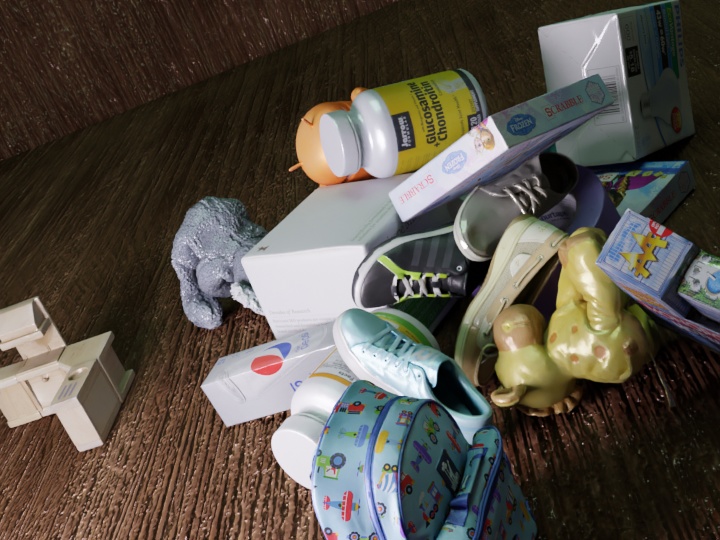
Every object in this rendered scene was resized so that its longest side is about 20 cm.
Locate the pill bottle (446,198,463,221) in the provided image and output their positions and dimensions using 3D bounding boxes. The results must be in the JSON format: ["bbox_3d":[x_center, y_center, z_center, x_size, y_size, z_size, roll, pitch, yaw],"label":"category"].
[{"bbox_3d":[0.070,-0.076,1.544,0.114,0.115,0.200,-32,25,-19],"label":"pill bottle"}]

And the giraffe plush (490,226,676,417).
[{"bbox_3d":[0.206,0.074,1.095,0.161,0.172,0.201,-26,56,21],"label":"giraffe plush"}]

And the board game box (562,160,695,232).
[{"bbox_3d":[0.302,-0.077,1.418,0.199,0.041,0.199,3,36,46],"label":"board game box"}]

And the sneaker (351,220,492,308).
[{"bbox_3d":[0.087,-0.003,1.203,0.199,0.072,0.083,-24,43,-12],"label":"sneaker"}]

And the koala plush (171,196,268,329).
[{"bbox_3d":[-0.160,-0.005,1.566,0.177,0.185,0.199,-37,39,-28],"label":"koala plush"}]

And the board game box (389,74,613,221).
[{"bbox_3d":[0.161,-0.141,1.253,0.199,0.041,0.200,-26,-6,-39],"label":"board game box"}]

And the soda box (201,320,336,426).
[{"bbox_3d":[-0.089,0.124,1.305,0.199,0.069,0.064,-18,23,26],"label":"soda box"}]

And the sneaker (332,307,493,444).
[{"bbox_3d":[0.059,0.096,1.092,0.074,0.200,0.082,-38,-17,-40],"label":"sneaker"}]

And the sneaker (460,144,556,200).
[{"bbox_3d":[0.202,-0.150,1.567,0.199,0.121,0.084,-23,23,3],"label":"sneaker"}]

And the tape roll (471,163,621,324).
[{"bbox_3d":[0.213,-0.028,1.285,0.199,0.085,0.201,-26,35,20],"label":"tape roll"}]

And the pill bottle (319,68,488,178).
[{"bbox_3d":[0.054,-0.182,1.374,0.199,0.113,0.112,-17,21,-18],"label":"pill bottle"}]

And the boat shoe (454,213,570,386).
[{"bbox_3d":[0.162,0.042,1.164,0.063,0.202,0.073,29,12,32],"label":"boat shoe"}]

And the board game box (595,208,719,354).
[{"bbox_3d":[0.315,0.025,0.989,0.200,0.199,0.062,30,90,50],"label":"board game box"}]

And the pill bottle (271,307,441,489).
[{"bbox_3d":[-0.005,0.140,1.162,0.111,0.112,0.200,-2,32,41],"label":"pill bottle"}]

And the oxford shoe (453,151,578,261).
[{"bbox_3d":[0.174,-0.078,1.198,0.200,0.075,0.058,-36,5,-35],"label":"oxford shoe"}]

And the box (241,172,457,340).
[{"bbox_3d":[0.000,0.000,1.373,0.199,0.172,0.199,-6,28,37],"label":"box"}]

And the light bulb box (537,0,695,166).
[{"bbox_3d":[0.360,-0.261,1.505,0.124,0.200,0.199,0,16,41],"label":"light bulb box"}]

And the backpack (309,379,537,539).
[{"bbox_3d":[0.047,0.190,0.894,0.134,0.201,0.183,-10,26,28],"label":"backpack"}]

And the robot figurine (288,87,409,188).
[{"bbox_3d":[-0.003,-0.175,1.480,0.199,0.118,0.144,-6,-7,-32],"label":"robot figurine"}]

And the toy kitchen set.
[{"bbox_3d":[-0.452,0.151,1.491,0.199,0.164,0.181,-19,24,12],"label":"toy kitchen set"}]
